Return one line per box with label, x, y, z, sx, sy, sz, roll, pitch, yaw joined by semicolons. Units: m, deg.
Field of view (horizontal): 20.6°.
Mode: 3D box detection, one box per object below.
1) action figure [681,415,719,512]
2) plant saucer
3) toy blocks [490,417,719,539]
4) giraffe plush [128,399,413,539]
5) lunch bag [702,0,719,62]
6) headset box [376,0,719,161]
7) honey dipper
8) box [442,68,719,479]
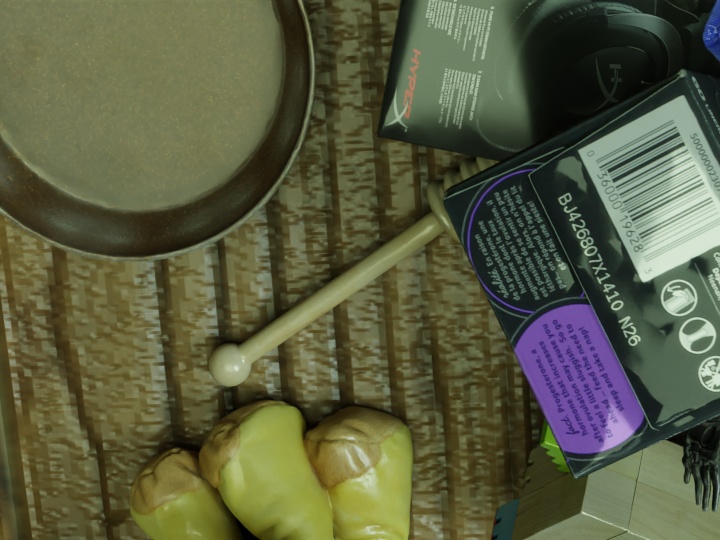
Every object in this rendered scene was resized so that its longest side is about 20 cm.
action figure;0.242;0.107;0.889;0.198;0.119;0.103;11;97;-23
plant saucer;-0.118;-0.105;0.986;0.198;0.035;0.202;2;108;6
toy blocks;0.147;0.136;0.987;0.198;0.101;0.137;22;155;-15
giraffe plush;-0.034;0.182;0.999;0.171;0.162;0.201;-27;102;14
lunch bag;0.268;-0.087;0.810;0.169;0.200;0.128;-17;139;-25
headset box;0.119;-0.122;0.928;0.198;0.077;0.150;11;109;3
honey dipper;0.000;0.000;1.006;0.199;0.038;0.038;-33;101;19
box;0.124;-0.005;0.809;0.105;0.200;0.123;-26;87;16
